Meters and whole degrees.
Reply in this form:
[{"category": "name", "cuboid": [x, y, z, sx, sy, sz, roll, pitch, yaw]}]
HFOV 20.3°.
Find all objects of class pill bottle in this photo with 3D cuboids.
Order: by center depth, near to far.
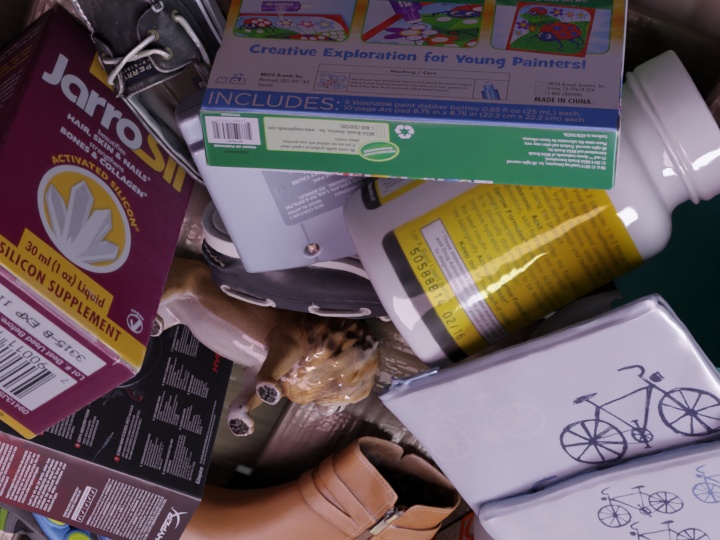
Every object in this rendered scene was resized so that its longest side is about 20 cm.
[{"category": "pill bottle", "cuboid": [0.100, -0.037, 1.095, 0.200, 0.111, 0.111, -28, 126, 8]}]

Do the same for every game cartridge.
[{"category": "game cartridge", "cuboid": [0.009, -0.075, 1.134, 0.200, 0.041, 0.133, -21, 127, 1]}]

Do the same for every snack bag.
[{"category": "snack bag", "cuboid": [0.134, 0.108, 1.075, 0.188, 0.021, 0.200, -21, 118, 34]}]

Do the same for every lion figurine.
[{"category": "lion figurine", "cuboid": [-0.084, 0.034, 1.271, 0.200, 0.123, 0.073, 33, 128, 0]}]

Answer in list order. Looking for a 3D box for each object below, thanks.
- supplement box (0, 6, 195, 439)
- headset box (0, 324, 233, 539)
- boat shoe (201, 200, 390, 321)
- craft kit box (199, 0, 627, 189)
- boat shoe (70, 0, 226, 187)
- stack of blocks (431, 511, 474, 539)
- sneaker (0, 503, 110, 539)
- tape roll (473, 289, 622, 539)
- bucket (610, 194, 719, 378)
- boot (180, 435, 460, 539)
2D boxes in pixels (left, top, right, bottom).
[{"category": "supplement box", "cuboid": [-0.180, -0.028, 1.141, 0.103, 0.200, 0.131, -31, 122, 34]}, {"category": "headset box", "cuboid": [-0.191, 0.078, 1.288, 0.200, 0.149, 0.075, 20, 135, -11]}, {"category": "boat shoe", "cuboid": [0.000, 0.000, 1.227, 0.200, 0.074, 0.060, 7, 136, 8]}, {"category": "craft kit box", "cuboid": [0.034, -0.126, 1.006, 0.200, 0.198, 0.049, 4, 138, 8]}, {"category": "boat shoe", "cuboid": [-0.112, -0.125, 1.123, 0.072, 0.071, 0.200, -21, 127, 29]}, {"category": "stack of blocks", "cuboid": [0.042, 0.266, 1.456, 0.059, 0.115, 0.200, 34, 132, -22]}, {"category": "sneaker", "cuboid": [-0.255, 0.155, 1.444, 0.199, 0.071, 0.083, 32, 146, -19]}, {"category": "tape roll", "cuboid": [0.178, 0.130, 1.231, 0.202, 0.203, 0.139, 11, 136, -1]}, {"category": "bucket", "cuboid": [0.257, 0.016, 1.108, 0.207, 0.207, 0.135, -19, 130, 27]}, {"category": "boot", "cuboid": [-0.044, 0.166, 1.397, 0.200, 0.077, 0.155, 26, 135, -19]}]
